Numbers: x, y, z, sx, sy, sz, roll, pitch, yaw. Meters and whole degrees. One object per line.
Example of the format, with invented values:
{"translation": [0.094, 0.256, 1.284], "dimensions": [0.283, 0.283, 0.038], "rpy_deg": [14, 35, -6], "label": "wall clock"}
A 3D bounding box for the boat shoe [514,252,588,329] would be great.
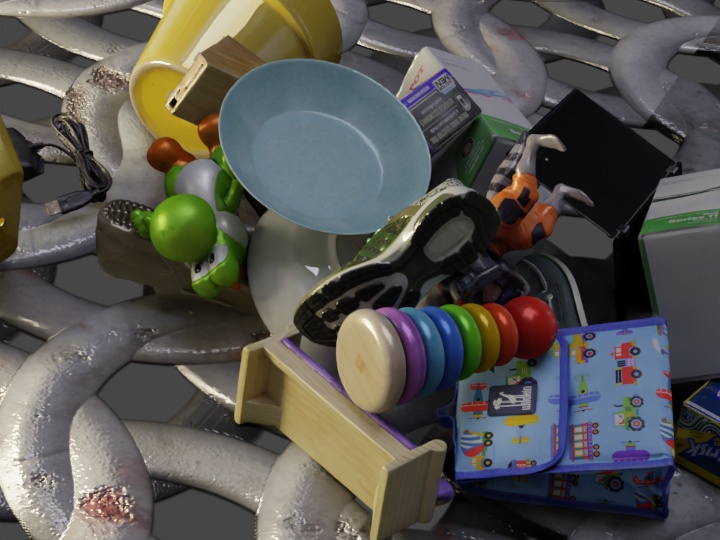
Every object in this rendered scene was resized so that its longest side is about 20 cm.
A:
{"translation": [0.173, 0.051, 1.644], "dimensions": [0.062, 0.073, 0.200], "rpy_deg": [1, 39, -17], "label": "boat shoe"}

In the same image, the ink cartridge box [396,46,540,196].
{"translation": [0.100, -0.119, 1.803], "dimensions": [0.087, 0.146, 0.200], "rpy_deg": [13, 27, -31], "label": "ink cartridge box"}

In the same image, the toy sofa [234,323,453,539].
{"translation": [-0.009, 0.130, 1.465], "dimensions": [0.097, 0.083, 0.200], "rpy_deg": [-21, 43, -36], "label": "toy sofa"}

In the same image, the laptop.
{"translation": [0.238, -0.052, 1.733], "dimensions": [0.116, 0.201, 0.187], "rpy_deg": [8, 29, 28], "label": "laptop"}

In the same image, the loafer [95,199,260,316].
{"translation": [-0.161, -0.003, 1.647], "dimensions": [0.199, 0.068, 0.076], "rpy_deg": [24, 34, -8], "label": "loafer"}

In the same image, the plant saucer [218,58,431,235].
{"translation": [-0.035, -0.104, 1.574], "dimensions": [0.200, 0.039, 0.202], "rpy_deg": [10, 53, -14], "label": "plant saucer"}

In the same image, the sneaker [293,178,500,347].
{"translation": [0.028, -0.009, 1.483], "dimensions": [0.200, 0.077, 0.089], "rpy_deg": [-35, 24, 9], "label": "sneaker"}

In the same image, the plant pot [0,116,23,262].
{"translation": [-0.413, -0.079, 1.568], "dimensions": [0.200, 0.200, 0.176], "rpy_deg": [-34, 70, -31], "label": "plant pot"}

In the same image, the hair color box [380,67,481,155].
{"translation": [0.019, -0.106, 1.726], "dimensions": [0.065, 0.200, 0.109], "rpy_deg": [50, 40, -1], "label": "hair color box"}

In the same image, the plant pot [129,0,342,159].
{"translation": [-0.149, -0.226, 1.891], "dimensions": [0.200, 0.201, 0.189], "rpy_deg": [22, 51, 18], "label": "plant pot"}

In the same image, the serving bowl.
{"translation": [0.000, 0.000, 1.590], "dimensions": [0.199, 0.066, 0.201], "rpy_deg": [14, 60, -25], "label": "serving bowl"}

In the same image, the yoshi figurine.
{"translation": [-0.152, -0.066, 1.586], "dimensions": [0.112, 0.113, 0.200], "rpy_deg": [7, 40, -17], "label": "yoshi figurine"}

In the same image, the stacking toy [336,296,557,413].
{"translation": [0.083, 0.062, 1.448], "dimensions": [0.199, 0.086, 0.085], "rpy_deg": [-9, 37, -32], "label": "stacking toy"}

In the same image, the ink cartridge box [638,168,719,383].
{"translation": [0.321, -0.001, 1.625], "dimensions": [0.083, 0.147, 0.200], "rpy_deg": [-9, 16, 18], "label": "ink cartridge box"}

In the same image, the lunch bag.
{"translation": [0.166, 0.126, 1.502], "dimensions": [0.199, 0.094, 0.151], "rpy_deg": [0, 53, 5], "label": "lunch bag"}

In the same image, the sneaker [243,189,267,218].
{"translation": [-0.045, -0.014, 1.647], "dimensions": [0.200, 0.076, 0.116], "rpy_deg": [37, 45, 0], "label": "sneaker"}

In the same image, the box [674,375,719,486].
{"translation": [0.362, 0.121, 1.594], "dimensions": [0.070, 0.065, 0.200], "rpy_deg": [29, 37, 27], "label": "box"}

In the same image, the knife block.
{"translation": [-0.090, -0.153, 1.727], "dimensions": [0.175, 0.064, 0.200], "rpy_deg": [36, 16, -3], "label": "knife block"}

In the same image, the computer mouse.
{"translation": [-0.352, -0.091, 1.756], "dimensions": [0.199, 0.046, 0.141], "rpy_deg": [-13, 49, -33], "label": "computer mouse"}

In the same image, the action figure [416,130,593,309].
{"translation": [0.117, -0.020, 1.558], "dimensions": [0.193, 0.200, 0.105], "rpy_deg": [-44, 71, -3], "label": "action figure"}
